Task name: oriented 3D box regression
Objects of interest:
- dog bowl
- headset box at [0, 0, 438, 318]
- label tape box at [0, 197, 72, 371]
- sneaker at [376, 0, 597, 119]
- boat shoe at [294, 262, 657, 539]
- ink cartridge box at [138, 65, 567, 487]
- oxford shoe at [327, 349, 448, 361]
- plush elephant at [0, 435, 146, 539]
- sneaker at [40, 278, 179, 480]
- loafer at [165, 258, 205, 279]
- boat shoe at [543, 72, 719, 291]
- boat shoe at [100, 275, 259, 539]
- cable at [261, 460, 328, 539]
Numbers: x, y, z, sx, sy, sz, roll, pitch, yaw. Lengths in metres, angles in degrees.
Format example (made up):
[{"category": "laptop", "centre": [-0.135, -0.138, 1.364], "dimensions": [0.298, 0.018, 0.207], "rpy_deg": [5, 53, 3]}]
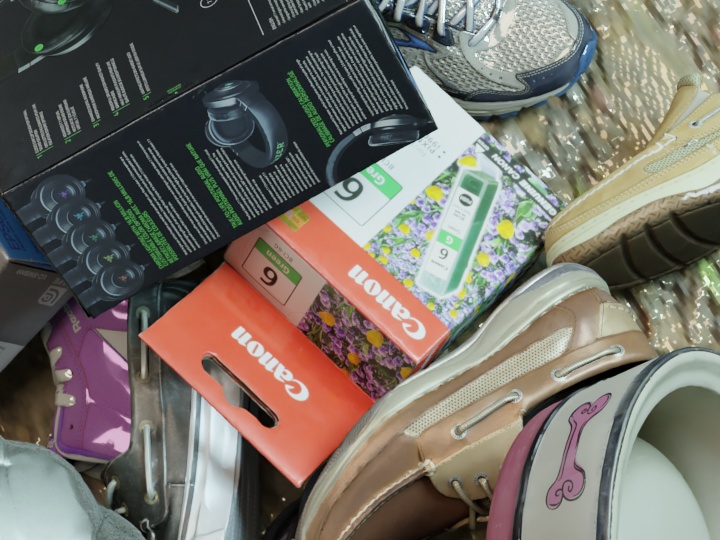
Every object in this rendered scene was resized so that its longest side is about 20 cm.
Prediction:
[{"category": "dog bowl", "centre": [0.128, 0.137, 1.296], "dimensions": [0.074, 0.200, 0.201], "rpy_deg": [-9, 65, 33]}, {"category": "headset box", "centre": [-0.089, -0.095, 1.382], "dimensions": [0.200, 0.093, 0.174], "rpy_deg": [-29, 41, 4]}, {"category": "label tape box", "centre": [-0.247, 0.013, 1.485], "dimensions": [0.200, 0.063, 0.144], "rpy_deg": [-46, 60, 21]}, {"category": "sneaker", "centre": [0.022, -0.138, 1.492], "dimensions": [0.199, 0.085, 0.077], "rpy_deg": [18, 75, 22]}, {"category": "boat shoe", "centre": [0.054, 0.081, 1.357], "dimensions": [0.200, 0.076, 0.072], "rpy_deg": [-43, 58, -8]}, {"category": "ink cartridge box", "centre": [0.000, 0.000, 1.394], "dimensions": [0.109, 0.050, 0.200], "rpy_deg": [43, 52, 6]}, {"category": "oxford shoe", "centre": [-0.020, -0.019, 1.478], "dimensions": [0.074, 0.071, 0.200], "rpy_deg": [-15, 63, -16]}, {"category": "plush elephant", "centre": [-0.186, 0.149, 1.350], "dimensions": [0.164, 0.155, 0.201], "rpy_deg": [-12, 71, -32]}, {"category": "sneaker", "centre": [-0.146, 0.035, 1.483], "dimensions": [0.200, 0.073, 0.114], "rpy_deg": [34, 85, 26]}, {"category": "loafer", "centre": [-0.094, -0.065, 1.479], "dimensions": [0.072, 0.063, 0.200], "rpy_deg": [-18, 45, 7]}, {"category": "boat shoe", "centre": [0.171, -0.059, 1.424], "dimensions": [0.200, 0.072, 0.076], "rpy_deg": [-25, 66, -8]}, {"category": "boat shoe", "centre": [-0.087, 0.101, 1.402], "dimensions": [0.071, 0.072, 0.201], "rpy_deg": [0, 72, 10]}, {"category": "cable", "centre": [0.017, 0.155, 1.393], "dimensions": [0.200, 0.051, 0.163], "rpy_deg": [-36, 60, 2]}]
